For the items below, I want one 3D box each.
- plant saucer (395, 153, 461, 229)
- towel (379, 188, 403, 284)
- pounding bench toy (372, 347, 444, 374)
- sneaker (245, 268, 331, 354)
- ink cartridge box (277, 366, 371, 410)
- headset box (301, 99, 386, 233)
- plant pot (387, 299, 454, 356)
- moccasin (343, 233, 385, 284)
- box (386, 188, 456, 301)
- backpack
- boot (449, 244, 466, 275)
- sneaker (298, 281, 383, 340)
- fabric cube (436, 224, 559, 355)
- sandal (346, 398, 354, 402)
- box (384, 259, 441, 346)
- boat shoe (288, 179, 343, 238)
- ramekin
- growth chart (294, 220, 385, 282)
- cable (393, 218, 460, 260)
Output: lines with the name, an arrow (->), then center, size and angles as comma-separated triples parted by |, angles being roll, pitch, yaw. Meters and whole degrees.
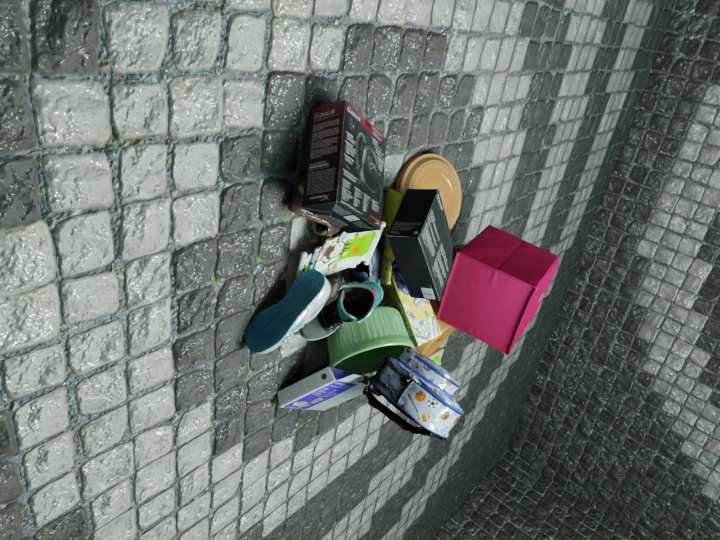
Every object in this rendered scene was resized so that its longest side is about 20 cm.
plant saucer -> 0.166, -0.170, 1.246 | 0.199, 0.032, 0.203 | -5, 99, -35
towel -> 0.064, -0.075, 1.181 | 0.018, 0.086, 0.202 | 2, 106, -21
pounding bench toy -> 0.158, 0.249, 1.512 | 0.199, 0.155, 0.125 | -15, 127, -50
sneaker -> -0.134, 0.089, 1.030 | 0.200, 0.077, 0.081 | -42, 156, -2
ink cartridge box -> -0.056, 0.266, 1.224 | 0.199, 0.044, 0.198 | -26, 154, 19
headset box -> -0.023, -0.184, 0.937 | 0.148, 0.077, 0.202 | 24, 65, -57
plant pot -> 0.152, 0.137, 1.383 | 0.199, 0.140, 0.201 | -37, 159, -17
moccasin -> 0.000, 0.000, 1.190 | 0.068, 0.080, 0.202 | -6, 105, -48
box -> 0.136, -0.054, 1.147 | 0.142, 0.078, 0.201 | -62, 145, -32
backpack -> 0.133, 0.269, 1.158 | 0.154, 0.190, 0.200 | -51, 149, 6
boot -> 0.263, -0.007, 1.413 | 0.200, 0.073, 0.097 | -37, 118, -69
sneaker -> -0.043, 0.084, 1.089 | 0.199, 0.084, 0.121 | -31, 175, 0
fabric cube -> 0.330, 0.041, 1.286 | 0.199, 0.199, 0.198 | -33, 144, -51
sandal -> 0.001, 0.236, 1.386 | 0.213, 0.077, 0.070 | -64, 180, 15
box -> 0.115, 0.070, 1.252 | 0.070, 0.064, 0.202 | -23, 94, -19
boat shoe -> -0.064, -0.100, 1.019 | 0.072, 0.072, 0.200 | -52, 148, 7
ramekin -> 0.016, 0.160, 1.217 | 0.198, 0.099, 0.200 | -13, 155, -6
growth chart -> -0.044, -0.030, 1.063 | 0.198, 0.018, 0.145 | -21, 150, -24
cable -> 0.158, -0.080, 1.349 | 0.199, 0.069, 0.202 | 13, 104, -57
